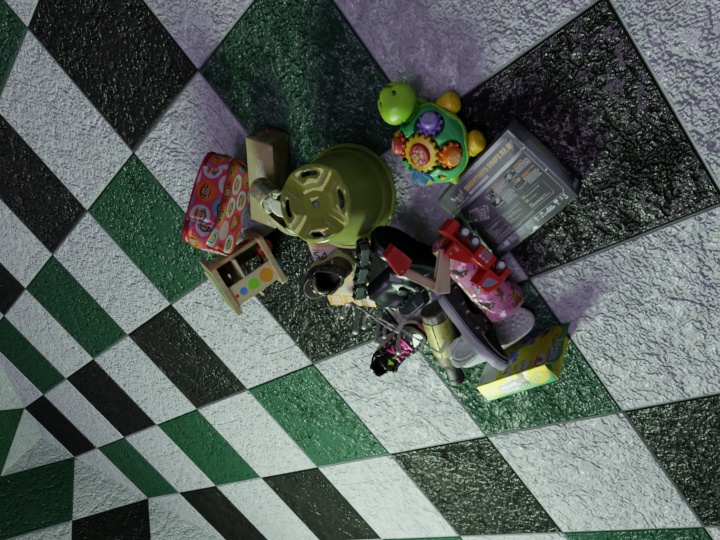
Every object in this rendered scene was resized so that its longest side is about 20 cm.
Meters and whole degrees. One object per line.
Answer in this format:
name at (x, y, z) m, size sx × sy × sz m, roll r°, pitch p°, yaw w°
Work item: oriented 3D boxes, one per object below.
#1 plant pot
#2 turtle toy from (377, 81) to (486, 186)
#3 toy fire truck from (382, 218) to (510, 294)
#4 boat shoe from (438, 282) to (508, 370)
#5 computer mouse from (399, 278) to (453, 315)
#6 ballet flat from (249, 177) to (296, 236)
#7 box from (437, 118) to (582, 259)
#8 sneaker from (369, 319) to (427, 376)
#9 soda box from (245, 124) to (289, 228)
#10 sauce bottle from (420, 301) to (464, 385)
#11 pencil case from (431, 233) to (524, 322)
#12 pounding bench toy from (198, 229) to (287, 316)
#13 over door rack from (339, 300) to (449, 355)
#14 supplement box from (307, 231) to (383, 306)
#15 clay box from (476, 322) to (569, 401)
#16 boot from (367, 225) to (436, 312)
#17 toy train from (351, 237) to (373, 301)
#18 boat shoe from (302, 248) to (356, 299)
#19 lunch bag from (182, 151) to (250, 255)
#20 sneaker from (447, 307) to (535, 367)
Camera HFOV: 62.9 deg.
plant pot at (-0.050, -0.127, 1.064) m, size 0.196 × 0.184 × 0.205 m, roll 3°, pitch 101°, yaw 16°
turtle toy at (0.105, -0.228, 0.990) m, size 0.145 × 0.101 × 0.201 m, roll -30°, pitch 97°, yaw 44°
toy fire truck at (0.152, -0.011, 1.037) m, size 0.199 × 0.049 × 0.142 m, roll 40°, pitch 92°, yaw -12°
boat shoe at (0.227, 0.105, 1.154) m, size 0.057 × 0.068 × 0.201 m, roll -49°, pitch 56°, yaw 18°
computer mouse at (0.143, 0.033, 1.234) m, size 0.200 × 0.034 × 0.059 m, roll -43°, pitch 72°, yaw 41°
ballet flat at (-0.154, -0.117, 1.217) m, size 0.070 × 0.072 × 0.200 m, roll 0°, pitch 154°, yaw 32°
box at (0.251, -0.133, 1.013) m, size 0.158 × 0.048 × 0.200 m, roll 41°, pitch 136°, yaw -2°
sneaker at (0.084, 0.187, 1.350) m, size 0.074 × 0.088 × 0.200 m, roll 42°, pitch 136°, yaw -5°
soda box at (-0.192, -0.195, 1.239) m, size 0.067 × 0.064 × 0.202 m, roll 21°, pitch 134°, yaw 17°
sauce bottle at (0.184, 0.164, 1.284) m, size 0.064 × 0.065 × 0.203 m, roll 0°, pitch 124°, yaw 32°
pencil case at (0.224, 0.003, 1.114) m, size 0.086 × 0.083 × 0.201 m, roll -34°, pitch 102°, yaw 32°
pounding bench toy at (-0.282, -0.012, 1.397) m, size 0.199 × 0.155 × 0.126 m, roll 23°, pitch 145°, yaw 61°
over door rack at (0.062, 0.130, 1.224) m, size 0.147 × 0.068 × 0.199 m, roll 29°, pitch 169°, yaw -36°
supplement box at (-0.030, -0.024, 1.264) m, size 0.124 × 0.074 × 0.203 m, roll 0°, pitch 124°, yaw 32°
clay box at (0.331, 0.181, 1.166) m, size 0.048 × 0.115 × 0.199 m, roll 47°, pitch 136°, yaw -12°
boot at (0.061, 0.006, 1.157) m, size 0.198 × 0.077 × 0.168 m, roll 18°, pitch 136°, yaw -33°
toy train at (0.000, 0.000, 1.131) m, size 0.033 × 0.046 × 0.201 m, roll -8°, pitch 150°, yaw -9°
boat shoe at (-0.078, 0.018, 1.223) m, size 0.073 × 0.065 × 0.200 m, roll 41°, pitch 144°, yaw -5°
lunch bag at (-0.291, -0.136, 1.252) m, size 0.081 × 0.204 × 0.176 m, roll 15°, pitch 176°, yaw 13°
sneaker at (0.274, 0.137, 1.207) m, size 0.199 × 0.078 × 0.080 m, roll -34°, pitch 146°, yaw 30°
